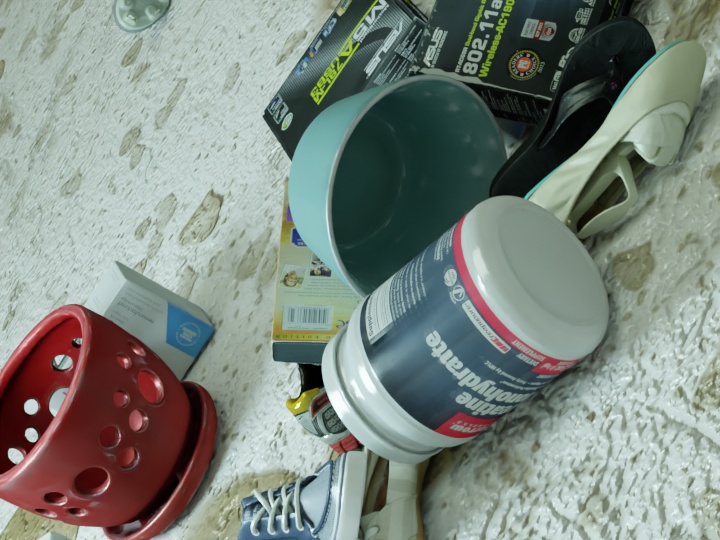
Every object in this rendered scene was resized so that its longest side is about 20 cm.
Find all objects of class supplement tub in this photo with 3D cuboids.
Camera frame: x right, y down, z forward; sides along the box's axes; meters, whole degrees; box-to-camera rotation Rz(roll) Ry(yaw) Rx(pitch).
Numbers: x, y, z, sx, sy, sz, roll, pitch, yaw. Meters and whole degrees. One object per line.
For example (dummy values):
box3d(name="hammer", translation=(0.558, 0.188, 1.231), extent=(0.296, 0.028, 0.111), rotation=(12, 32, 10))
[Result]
box3d(name="supplement tub", translation=(0.079, 0.048, 1.593), extent=(0.200, 0.140, 0.140), rotation=(-40, 32, 34))

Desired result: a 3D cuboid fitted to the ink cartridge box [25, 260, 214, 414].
box3d(name="ink cartridge box", translation=(-0.257, 0.106, 2.155), extent=(0.200, 0.116, 0.068), rotation=(-57, 25, 7))

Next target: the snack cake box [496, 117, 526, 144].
box3d(name="snack cake box", translation=(0.124, -0.210, 1.872), extent=(0.115, 0.067, 0.200), rotation=(-5, 58, 58))

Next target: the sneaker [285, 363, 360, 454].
box3d(name="sneaker", translation=(-0.010, 0.057, 1.809), extent=(0.078, 0.082, 0.200), rotation=(-30, 37, 46))

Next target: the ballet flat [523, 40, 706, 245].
box3d(name="ballet flat", translation=(0.209, -0.089, 1.611), extent=(0.200, 0.069, 0.069), rotation=(-49, 28, 24))

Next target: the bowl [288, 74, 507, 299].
box3d(name="bowl", translation=(0.018, -0.070, 1.737), extent=(0.105, 0.201, 0.201), rotation=(14, 75, 48))

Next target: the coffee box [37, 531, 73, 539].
box3d(name="coffee box", translation=(-0.253, 0.376, 1.766), extent=(0.198, 0.200, 0.200), rotation=(-35, 35, 41))

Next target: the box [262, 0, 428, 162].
box3d(name="box", translation=(-0.011, -0.198, 2.121), extent=(0.200, 0.048, 0.193), rotation=(-54, 24, 12))

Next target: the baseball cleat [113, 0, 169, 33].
box3d(name="baseball cleat", translation=(-0.295, -0.380, 2.809), extent=(0.106, 0.070, 0.200), rotation=(-38, 23, 49))

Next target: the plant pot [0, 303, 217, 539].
box3d(name="plant pot", translation=(-0.250, 0.158, 2.012), extent=(0.200, 0.182, 0.200), rotation=(-42, 30, 32))

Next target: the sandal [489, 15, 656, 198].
box3d(name="sandal", translation=(0.178, -0.111, 1.669), extent=(0.200, 0.075, 0.048), rotation=(-59, 19, 22))

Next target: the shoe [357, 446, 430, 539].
box3d(name="shoe", translation=(0.017, 0.189, 1.653), extent=(0.070, 0.053, 0.200), rotation=(-30, 38, 45))

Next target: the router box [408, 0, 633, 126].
box3d(name="router box", translation=(0.147, -0.226, 1.765), extent=(0.150, 0.062, 0.200), rotation=(13, 71, 25))

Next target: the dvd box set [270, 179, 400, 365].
box3d(name="dvd box set", translation=(0.000, 0.000, 1.801), extent=(0.029, 0.146, 0.200), rotation=(90, -179, -46))

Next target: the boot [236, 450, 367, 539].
box3d(name="boot", translation=(-0.050, 0.195, 1.629), extent=(0.200, 0.090, 0.073), rotation=(106, 173, -58))
